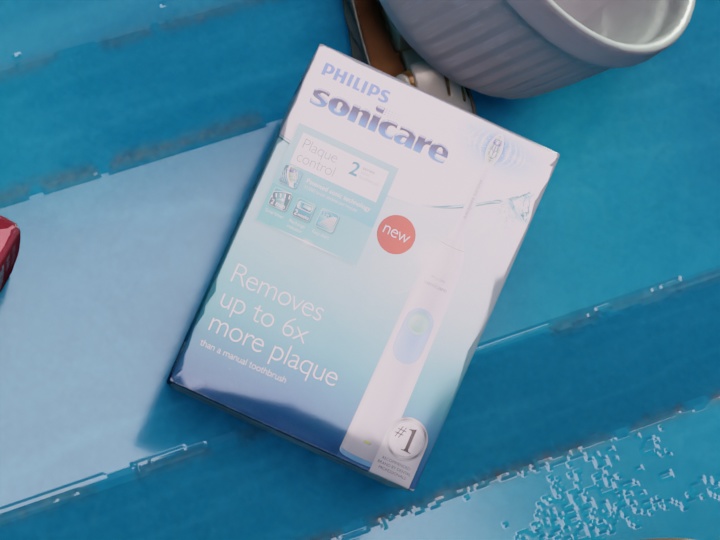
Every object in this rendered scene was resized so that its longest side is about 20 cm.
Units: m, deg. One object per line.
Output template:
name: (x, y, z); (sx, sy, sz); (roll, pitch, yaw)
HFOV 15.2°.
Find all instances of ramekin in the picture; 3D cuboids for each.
ramekin: (0.088, -0.192, 1.518); (0.200, 0.105, 0.201); (25, 52, -37)

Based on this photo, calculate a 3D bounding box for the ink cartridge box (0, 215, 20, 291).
ink cartridge box: (-0.289, 0.038, 1.417); (0.145, 0.083, 0.201); (28, 70, -4)

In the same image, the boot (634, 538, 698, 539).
boot: (0.192, 0.229, 1.474); (0.199, 0.074, 0.156); (7, 77, -7)

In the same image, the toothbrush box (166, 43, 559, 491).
toothbrush box: (0.000, 0.000, 1.468); (0.146, 0.085, 0.201); (25, 84, -4)

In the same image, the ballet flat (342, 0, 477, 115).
ballet flat: (0.026, -0.122, 1.543); (0.067, 0.064, 0.201); (-14, 78, -12)
